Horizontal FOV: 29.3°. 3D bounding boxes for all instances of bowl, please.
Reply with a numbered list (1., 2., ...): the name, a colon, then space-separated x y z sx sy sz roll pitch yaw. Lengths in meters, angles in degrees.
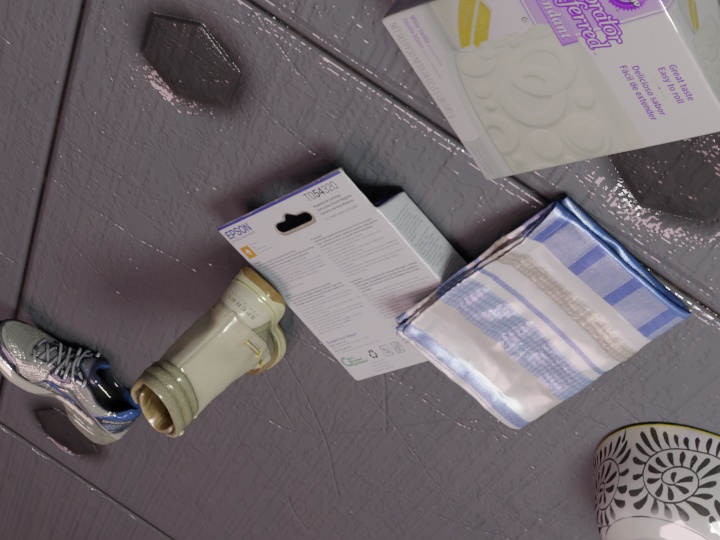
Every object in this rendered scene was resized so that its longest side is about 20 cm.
1. bowl: 0.281 0.234 1.189 0.200 0.094 0.201 22 144 17

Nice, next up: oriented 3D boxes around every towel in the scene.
1. towel: 0.139 0.040 1.089 0.147 0.024 0.200 41 128 -12

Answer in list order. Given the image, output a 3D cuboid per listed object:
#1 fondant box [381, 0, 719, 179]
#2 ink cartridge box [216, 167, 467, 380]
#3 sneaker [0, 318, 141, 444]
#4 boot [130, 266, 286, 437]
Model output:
1. fondant box: 0.132 -0.145 0.892 0.200 0.058 0.144 -10 126 44
2. ink cartridge box: 0.000 0.000 1.187 0.200 0.043 0.196 49 144 -16
3. sneaker: -0.331 0.114 1.581 0.200 0.077 0.085 39 136 -20
4. boot: -0.141 0.090 1.287 0.072 0.155 0.200 40 161 9
